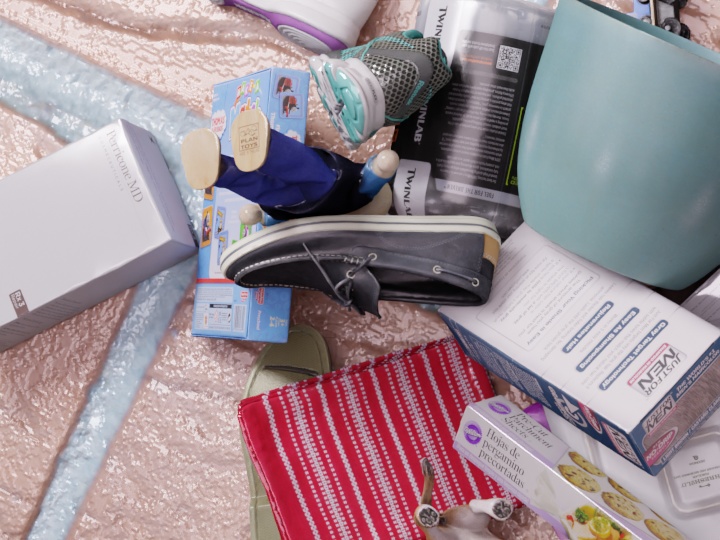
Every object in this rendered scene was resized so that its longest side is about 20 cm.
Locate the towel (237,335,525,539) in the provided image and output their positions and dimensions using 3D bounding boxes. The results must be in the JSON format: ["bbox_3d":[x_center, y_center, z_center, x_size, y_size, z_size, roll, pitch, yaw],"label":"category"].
[{"bbox_3d":[0.018,0.137,1.685,0.200,0.022,0.145,-17,82,-17],"label":"towel"}]

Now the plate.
[{"bbox_3d":[0.240,0.140,1.586,0.199,0.032,0.200,-17,86,16],"label":"plate"}]

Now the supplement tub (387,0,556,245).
[{"bbox_3d":[0.086,-0.100,1.679,0.122,0.123,0.200,11,88,14],"label":"supplement tub"}]

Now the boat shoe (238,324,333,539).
[{"bbox_3d":[-0.049,0.144,1.725,0.075,0.068,0.200,-1,75,19],"label":"boat shoe"}]

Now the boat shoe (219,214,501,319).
[{"bbox_3d":[0.000,0.000,1.593,0.200,0.075,0.062,-1,70,1],"label":"boat shoe"}]

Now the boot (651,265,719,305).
[{"bbox_3d":[0.286,-0.012,1.647,0.166,0.072,0.200,-19,87,9],"label":"boot"}]

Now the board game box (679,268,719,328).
[{"bbox_3d":[0.306,0.036,1.599,0.200,0.035,0.126,-44,82,14],"label":"board game box"}]

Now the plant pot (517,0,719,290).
[{"bbox_3d":[0.200,-0.083,1.582,0.200,0.201,0.161,26,101,14],"label":"plant pot"}]

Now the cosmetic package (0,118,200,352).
[{"bbox_3d":[-0.239,-0.025,1.776,0.200,0.081,0.113,-28,78,12],"label":"cosmetic package"}]

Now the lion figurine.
[{"bbox_3d":[0.104,0.219,1.647,0.072,0.122,0.200,-39,85,-13],"label":"lion figurine"}]

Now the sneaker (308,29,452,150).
[{"bbox_3d":[0.019,-0.134,1.620,0.091,0.200,0.078,-24,100,-4],"label":"sneaker"}]

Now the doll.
[{"bbox_3d":[-0.035,-0.063,1.574,0.136,0.200,0.049,-18,72,26],"label":"doll"}]

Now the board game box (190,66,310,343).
[{"bbox_3d":[-0.085,-0.047,1.708,0.037,0.151,0.200,5,88,-20],"label":"board game box"}]

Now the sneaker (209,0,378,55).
[{"bbox_3d":[-0.073,-0.246,1.763,0.200,0.075,0.100,30,80,10],"label":"sneaker"}]

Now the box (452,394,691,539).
[{"bbox_3d":[0.150,0.158,1.580,0.200,0.041,0.039,38,122,34],"label":"box"}]

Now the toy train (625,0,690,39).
[{"bbox_3d":[0.224,-0.129,1.693,0.046,0.034,0.200,-4,86,24],"label":"toy train"}]

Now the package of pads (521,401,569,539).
[{"bbox_3d":[0.200,0.170,1.656,0.120,0.076,0.200,-30,81,5],"label":"package of pads"}]

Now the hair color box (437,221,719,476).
[{"bbox_3d":[0.159,0.051,1.579,0.100,0.061,0.200,-45,45,-12],"label":"hair color box"}]
